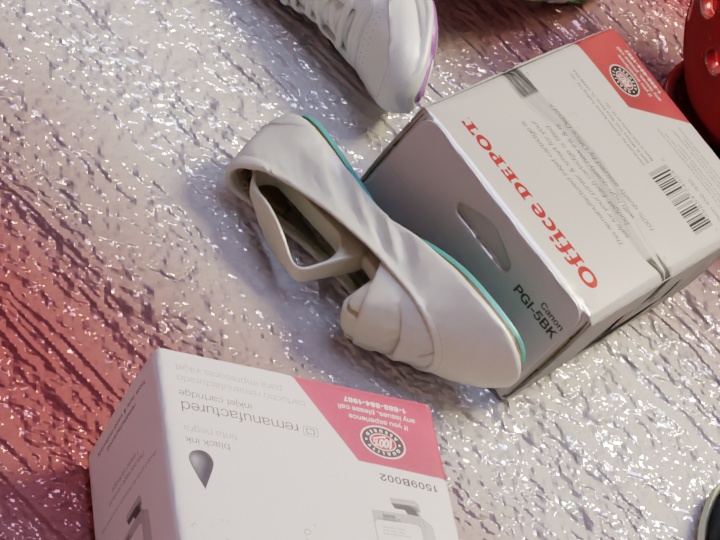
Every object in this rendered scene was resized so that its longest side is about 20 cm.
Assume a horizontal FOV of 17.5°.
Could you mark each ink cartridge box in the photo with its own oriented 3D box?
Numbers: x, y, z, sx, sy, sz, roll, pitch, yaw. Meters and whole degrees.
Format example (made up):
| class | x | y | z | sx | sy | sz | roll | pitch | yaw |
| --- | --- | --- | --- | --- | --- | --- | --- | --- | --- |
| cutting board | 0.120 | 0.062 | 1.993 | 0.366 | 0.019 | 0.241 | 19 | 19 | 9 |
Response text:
| class | x | y | z | sx | sy | sz | roll | pitch | yaw |
| --- | --- | --- | --- | --- | --- | --- | --- | --- | --- |
| ink cartridge box | 0.110 | -0.035 | 1.296 | 0.147 | 0.083 | 0.200 | 53 | 40 | 10 |
| ink cartridge box | -0.030 | 0.145 | 1.004 | 0.146 | 0.083 | 0.201 | 14 | 41 | -25 |

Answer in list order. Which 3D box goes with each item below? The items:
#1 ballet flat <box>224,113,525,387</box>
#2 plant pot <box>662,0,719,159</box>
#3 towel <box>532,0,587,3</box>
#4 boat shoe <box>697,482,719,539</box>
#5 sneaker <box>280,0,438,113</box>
| class | x | y | z | sx | sy | sz | roll | pitch | yaw |
| --- | --- | --- | --- | --- | --- | --- | --- | --- | --- |
| ballet flat | 0.000 | 0.000 | 1.215 | 0.069 | 0.070 | 0.200 | -16 | 55 | -46 |
| plant pot | 0.290 | -0.135 | 1.459 | 0.199 | 0.183 | 0.201 | 13 | 40 | -12 |
| towel | 0.077 | -0.229 | 1.507 | 0.153 | 0.023 | 0.200 | 48 | 22 | 16 |
| boat shoe | 0.215 | 0.165 | 1.180 | 0.074 | 0.066 | 0.200 | 26 | 37 | -10 |
| sneaker | -0.016 | -0.160 | 1.379 | 0.099 | 0.075 | 0.201 | -1 | 43 | -21 |
